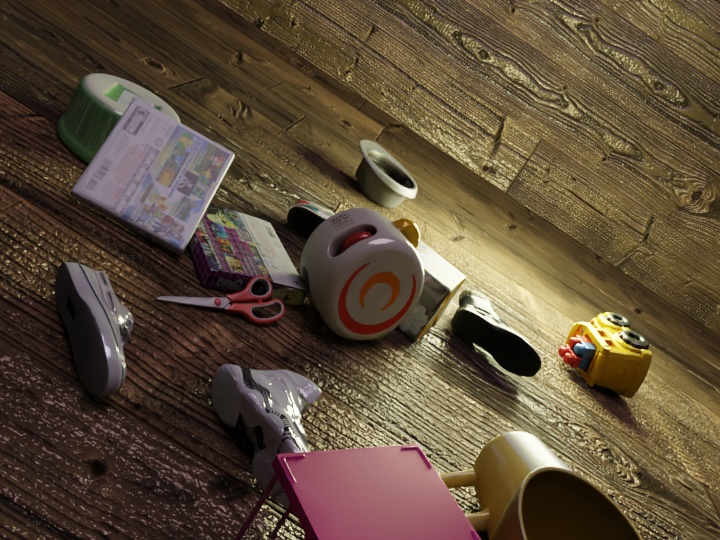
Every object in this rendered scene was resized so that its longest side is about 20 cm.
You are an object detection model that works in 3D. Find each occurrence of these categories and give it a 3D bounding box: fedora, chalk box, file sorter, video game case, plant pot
[{"bbox_3d":[0.053,-0.234,1.872,0.200,0.091,0.176,44,24,8],"label":"fedora"},{"bbox_3d":[0.074,0.010,1.349,0.199,0.126,0.123,40,23,13],"label":"chalk box"},{"bbox_3d":[-0.003,0.268,0.698,0.197,0.127,0.140,9,32,-44],"label":"file sorter"},{"bbox_3d":[-0.311,-0.147,1.115,0.179,0.022,0.203,28,57,-11],"label":"video game case"},{"bbox_3d":[0.212,0.345,0.801,0.196,0.143,0.202,25,33,-18],"label":"plant pot"},{"bbox_3d":[-0.194,-0.032,1.172,0.178,0.036,0.201,15,28,-39],"label":"video game case"}]

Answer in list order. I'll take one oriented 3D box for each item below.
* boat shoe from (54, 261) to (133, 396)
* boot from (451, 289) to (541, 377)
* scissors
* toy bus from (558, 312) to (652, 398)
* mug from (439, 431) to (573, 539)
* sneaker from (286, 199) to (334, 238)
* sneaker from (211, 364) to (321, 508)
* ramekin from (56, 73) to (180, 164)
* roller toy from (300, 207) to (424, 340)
[{"bbox_3d":[-0.285,0.057,0.807,0.064,0.074,0.201,7,35,-40],"label":"boat shoe"},{"bbox_3d":[0.277,0.120,1.481,0.201,0.074,0.154,33,19,-2],"label":"boot"},{"bbox_3d":[-0.190,0.052,1.026,0.197,0.014,0.075,-11,75,-46],"label":"scissors"},{"bbox_3d":[0.539,0.181,1.679,0.187,0.139,0.201,10,25,-13],"label":"toy bus"},{"bbox_3d":[0.203,0.284,0.947,0.184,0.151,0.154,32,12,-21],"label":"mug"},{"bbox_3d":[-0.048,-0.081,1.434,0.196,0.071,0.094,29,28,-5],"label":"sneaker"},{"bbox_3d":[-0.081,0.181,0.836,0.113,0.076,0.200,3,34,-48],"label":"sneaker"},{"bbox_3d":[-0.402,-0.246,1.236,0.197,0.099,0.201,28,22,-12],"label":"ramekin"},{"bbox_3d":[0.000,0.000,1.169,0.179,0.203,0.140,15,22,-35],"label":"roller toy"}]
